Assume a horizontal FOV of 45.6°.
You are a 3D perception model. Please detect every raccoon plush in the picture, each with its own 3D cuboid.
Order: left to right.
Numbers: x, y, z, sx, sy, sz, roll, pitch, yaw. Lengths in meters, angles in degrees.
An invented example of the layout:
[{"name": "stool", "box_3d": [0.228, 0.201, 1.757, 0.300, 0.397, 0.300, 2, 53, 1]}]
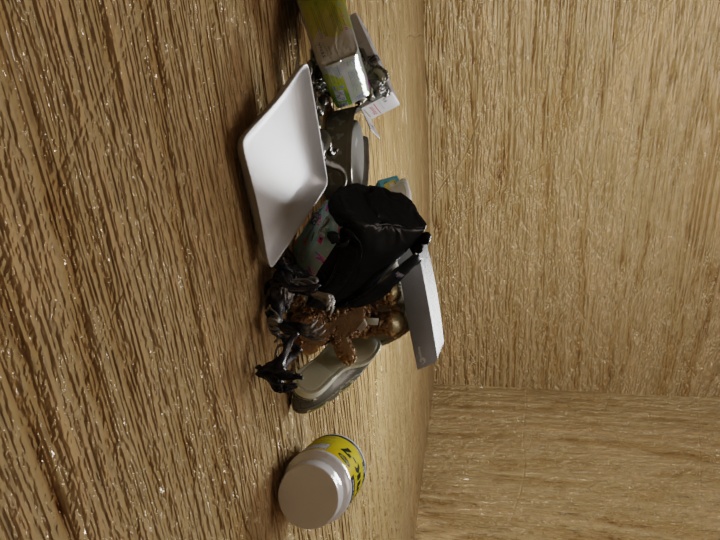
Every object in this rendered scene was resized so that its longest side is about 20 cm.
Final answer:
[{"name": "raccoon plush", "box_3d": [-0.009, -0.379, 1.466, 0.097, 0.131, 0.204, 14, 78, -79]}]

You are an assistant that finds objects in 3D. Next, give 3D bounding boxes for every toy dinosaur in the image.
[{"name": "toy dinosaur", "box_3d": [-0.075, -0.210, 1.277, 0.102, 0.076, 0.204, -43, 124, -69]}]

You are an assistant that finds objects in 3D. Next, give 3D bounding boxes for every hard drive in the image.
[{"name": "hard drive", "box_3d": [0.101, 0.050, 1.428, 0.135, 0.042, 0.204, -39, 120, -75]}]

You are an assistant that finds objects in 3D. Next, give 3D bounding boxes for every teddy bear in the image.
[{"name": "teddy bear", "box_3d": [-0.019, 0.072, 1.369, 0.147, 0.198, 0.067, 66, -12, -20]}]

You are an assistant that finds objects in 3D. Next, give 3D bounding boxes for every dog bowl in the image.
[{"name": "dog bowl", "box_3d": [-0.026, -0.211, 1.620, 0.200, 0.058, 0.204, 1, 90, -81]}]

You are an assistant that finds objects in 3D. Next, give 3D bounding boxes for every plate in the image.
[{"name": "plate", "box_3d": [-0.106, -0.143, 1.146, 0.201, 0.032, 0.202, -60, 151, -43]}]

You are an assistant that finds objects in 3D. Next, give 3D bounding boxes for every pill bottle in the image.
[{"name": "pill bottle", "box_3d": [-0.060, 0.332, 1.352, 0.200, 0.112, 0.117, -2, 94, -80]}]

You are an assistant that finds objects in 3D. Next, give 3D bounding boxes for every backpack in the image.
[{"name": "backpack", "box_3d": [-0.014, -0.032, 1.258, 0.201, 0.165, 0.128, -52, -139, 40]}]

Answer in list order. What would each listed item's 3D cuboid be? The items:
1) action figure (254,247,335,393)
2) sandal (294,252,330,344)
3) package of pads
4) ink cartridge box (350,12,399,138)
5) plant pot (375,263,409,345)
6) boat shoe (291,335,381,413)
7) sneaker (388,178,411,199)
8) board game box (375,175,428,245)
[{"name": "action figure", "box_3d": [-0.088, 0.063, 1.180, 0.119, 0.100, 0.203, 101, -3, -62]}, {"name": "sandal", "box_3d": [-0.072, 0.031, 1.406, 0.055, 0.080, 0.203, -119, -163, -63]}, {"name": "package of pads", "box_3d": [-0.047, -0.367, 1.278, 0.155, 0.067, 0.203, 57, 14, -75]}, {"name": "ink cartridge box", "box_3d": [0.014, -0.354, 1.574, 0.203, 0.067, 0.116, 66, 10, 4]}, {"name": "plant pot", "box_3d": [0.000, 0.000, 1.501, 0.202, 0.197, 0.185, -79, 155, -44]}, {"name": "boat shoe", "box_3d": [-0.041, 0.165, 1.410, 0.201, 0.072, 0.061, -31, 146, -43]}, {"name": "sneaker", "box_3d": [0.025, -0.101, 1.576, 0.075, 0.199, 0.090, 26, 52, -34]}, {"name": "board game box", "box_3d": [0.053, -0.072, 1.699, 0.153, 0.046, 0.200, 67, -24, 14]}]
